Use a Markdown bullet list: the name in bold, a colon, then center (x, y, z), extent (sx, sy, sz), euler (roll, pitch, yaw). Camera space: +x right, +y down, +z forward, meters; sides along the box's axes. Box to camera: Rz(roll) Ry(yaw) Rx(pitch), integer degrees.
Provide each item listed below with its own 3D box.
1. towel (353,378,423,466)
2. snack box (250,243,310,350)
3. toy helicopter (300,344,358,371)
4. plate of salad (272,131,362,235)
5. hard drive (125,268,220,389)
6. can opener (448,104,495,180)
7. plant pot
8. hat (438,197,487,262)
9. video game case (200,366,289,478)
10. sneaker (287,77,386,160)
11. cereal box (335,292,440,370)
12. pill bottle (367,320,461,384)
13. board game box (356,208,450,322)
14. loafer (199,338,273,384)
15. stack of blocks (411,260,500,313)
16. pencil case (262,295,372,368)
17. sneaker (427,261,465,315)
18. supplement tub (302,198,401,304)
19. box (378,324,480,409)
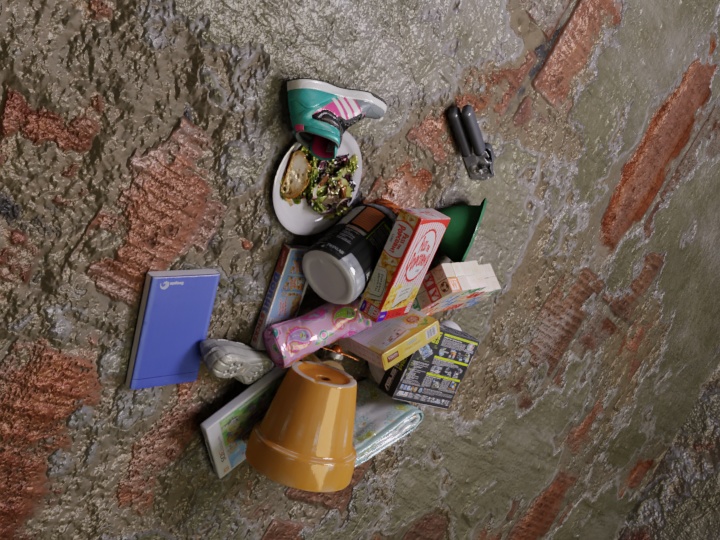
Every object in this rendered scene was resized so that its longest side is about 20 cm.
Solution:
- **towel**: center (-0.001, 0.297, 1.914), extent (0.199, 0.171, 0.048), euler (-26, 128, -31)
- **snack box**: center (-0.138, 0.051, 1.739), extent (0.072, 0.024, 0.201), euler (6, 109, -46)
- **toy helicopter**: center (-0.081, 0.180, 1.836), extent (0.132, 0.079, 0.200), euler (-49, 137, -16)
- **plate of salad**: center (-0.067, -0.151, 1.671), extent (0.199, 0.048, 0.201), euler (-24, 128, -35)
- **hard drive**: center (-0.311, 0.096, 1.591), extent (0.131, 0.025, 0.201), euler (-3, 115, -44)
- **can opener**: center (0.225, -0.259, 1.912), extent (0.200, 0.053, 0.067), euler (63, 34, -44)
- **plant pot**: center (-0.090, 0.271, 1.734), extent (0.199, 0.200, 0.184), euler (5, 105, -46)
- **hat**: center (0.145, -0.099, 1.940), extent (0.200, 0.175, 0.167), euler (-61, 173, -76)
- **video game case**: center (-0.200, 0.278, 1.784), extent (0.200, 0.022, 0.183), euler (-36, 148, -25)
- **sneaker**: center (-0.038, -0.241, 1.592), extent (0.199, 0.083, 0.122), euler (5, 86, -39)
- **cereal box**: center (0.032, 0.108, 1.809), extent (0.143, 0.200, 0.040), euler (-29, 123, -29)
- **pill bottle**: center (0.121, 0.170, 2.004), extent (0.199, 0.112, 0.113), euler (-17, 125, -38)
- **board game box**: center (0.078, -0.012, 1.713), extent (0.151, 0.046, 0.201), euler (-9, 125, -65)
- **loafer**: center (-0.216, 0.154, 1.690), extent (0.070, 0.070, 0.200), euler (-43, 158, 5)
- **stack of blocks**: center (0.191, 0.031, 1.893), extent (0.199, 0.059, 0.115), euler (-5, 159, -48)
- **pencil case**: center (-0.077, 0.103, 1.732), extent (0.199, 0.087, 0.088), euler (-25, 130, -22)
- **sneaker**: center (0.148, 0.040, 2.001), extent (0.200, 0.073, 0.078), euler (-34, 118, -36)
- **supplement tub**: center (-0.003, -0.039, 1.728), extent (0.200, 0.122, 0.123), euler (-43, 139, -38)
- **box**: center (0.140, 0.187, 1.913), extent (0.199, 0.044, 0.161), euler (19, 98, -49)
